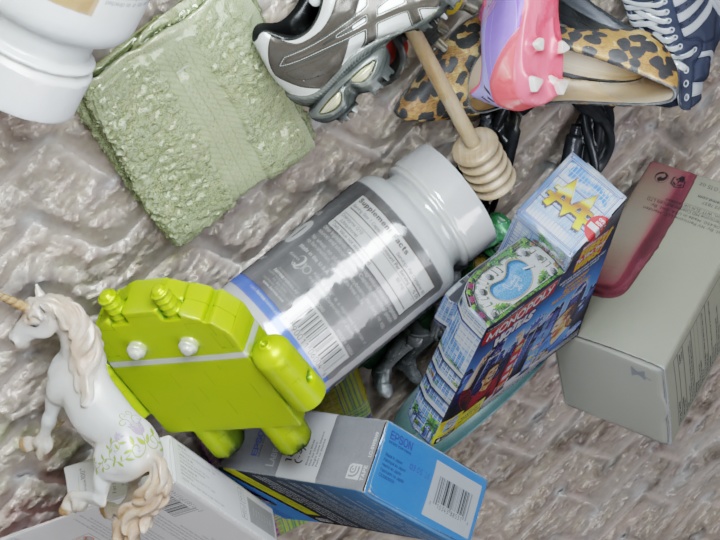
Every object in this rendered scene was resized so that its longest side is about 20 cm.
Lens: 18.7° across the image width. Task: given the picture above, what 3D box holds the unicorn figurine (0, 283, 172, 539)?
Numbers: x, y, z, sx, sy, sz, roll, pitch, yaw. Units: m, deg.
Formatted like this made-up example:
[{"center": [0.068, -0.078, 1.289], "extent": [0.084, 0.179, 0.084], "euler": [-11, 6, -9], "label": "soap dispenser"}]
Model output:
[{"center": [-0.201, 0.100, 1.579], "extent": [0.074, 0.200, 0.138], "euler": [-42, 170, -48], "label": "unicorn figurine"}]

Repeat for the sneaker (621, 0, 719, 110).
[{"center": [0.233, -0.195, 1.735], "extent": [0.200, 0.070, 0.109], "euler": [27, 83, -56], "label": "sneaker"}]

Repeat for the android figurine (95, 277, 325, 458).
[{"center": [-0.118, 0.071, 1.605], "extent": [0.200, 0.181, 0.041], "euler": [56, 41, -44], "label": "android figurine"}]

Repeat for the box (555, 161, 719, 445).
[{"center": [0.263, 0.027, 1.919], "extent": [0.200, 0.108, 0.128], "euler": [-56, 153, -27], "label": "box"}]

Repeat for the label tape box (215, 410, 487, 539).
[{"center": [-0.021, 0.162, 1.764], "extent": [0.144, 0.199, 0.064], "euler": [34, 68, -45], "label": "label tape box"}]

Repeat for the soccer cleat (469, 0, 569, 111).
[{"center": [0.119, -0.217, 1.604], "extent": [0.066, 0.076, 0.201], "euler": [3, 91, -46], "label": "soccer cleat"}]

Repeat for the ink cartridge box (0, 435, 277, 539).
[{"center": [-0.184, 0.204, 1.742], "extent": [0.175, 0.045, 0.200], "euler": [-19, 151, 15], "label": "ink cartridge box"}]

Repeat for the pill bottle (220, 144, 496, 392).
[{"center": [0.000, 0.000, 1.682], "extent": [0.200, 0.114, 0.114], "euler": [-38, 144, -10], "label": "pill bottle"}]

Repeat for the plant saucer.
[{"center": [0.094, 0.099, 1.902], "extent": [0.200, 0.036, 0.200], "euler": [-39, 165, -12], "label": "plant saucer"}]

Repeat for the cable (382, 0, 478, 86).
[{"center": [0.000, -0.203, 1.561], "extent": [0.097, 0.050, 0.200], "euler": [-40, 134, 13], "label": "cable"}]

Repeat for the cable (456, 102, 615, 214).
[{"center": [0.145, -0.096, 1.799], "extent": [0.163, 0.051, 0.201], "euler": [-30, 140, -29], "label": "cable"}]

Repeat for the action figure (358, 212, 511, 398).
[{"center": [0.070, 0.024, 1.795], "extent": [0.118, 0.055, 0.200], "euler": [-23, 155, -46], "label": "action figure"}]

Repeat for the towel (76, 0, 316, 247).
[{"center": [-0.112, -0.109, 1.527], "extent": [0.148, 0.036, 0.200], "euler": [-38, 144, -9], "label": "towel"}]

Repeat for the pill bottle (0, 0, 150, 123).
[{"center": [-0.173, -0.195, 1.312], "extent": [0.114, 0.114, 0.201], "euler": [4, 122, -47], "label": "pill bottle"}]

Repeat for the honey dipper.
[{"center": [0.066, -0.128, 1.606], "extent": [0.038, 0.038, 0.200], "euler": [-39, 135, -8], "label": "honey dipper"}]

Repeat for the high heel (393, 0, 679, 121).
[{"center": [0.136, -0.139, 1.652], "extent": [0.199, 0.143, 0.072], "euler": [-30, 138, -22], "label": "high heel"}]

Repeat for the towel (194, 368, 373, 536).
[{"center": [-0.055, 0.146, 1.831], "extent": [0.143, 0.023, 0.200], "euler": [-27, 142, -7], "label": "towel"}]

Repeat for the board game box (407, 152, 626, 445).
[{"center": [0.124, 0.013, 1.714], "extent": [0.200, 0.062, 0.200], "euler": [-34, 156, -40], "label": "board game box"}]

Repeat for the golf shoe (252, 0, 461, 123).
[{"center": [0.012, -0.197, 1.481], "extent": [0.094, 0.078, 0.200], "euler": [40, 93, -23], "label": "golf shoe"}]
